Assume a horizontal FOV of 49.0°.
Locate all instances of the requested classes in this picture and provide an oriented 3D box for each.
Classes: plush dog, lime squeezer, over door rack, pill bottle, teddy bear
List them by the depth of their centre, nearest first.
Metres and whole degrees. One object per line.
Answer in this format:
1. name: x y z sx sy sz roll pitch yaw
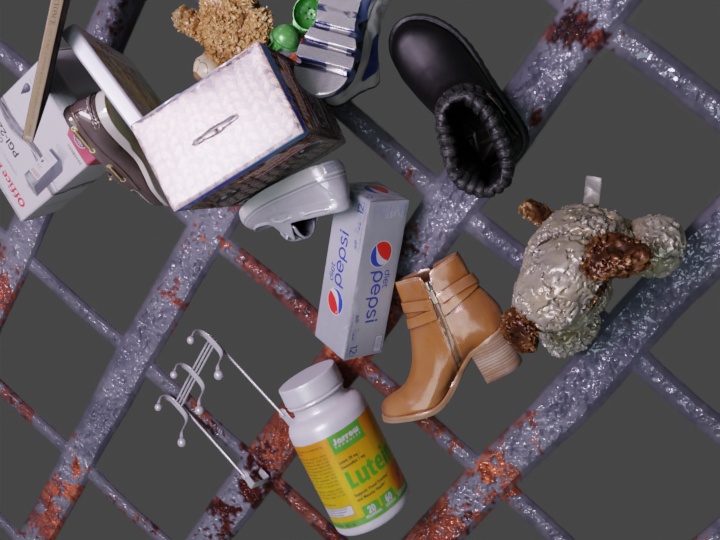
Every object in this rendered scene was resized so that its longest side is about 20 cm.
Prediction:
1. plush dog: 0.214 -0.001 0.808 0.160 0.172 0.200 44 119 4
2. lime squeezer: -0.069 -0.275 0.880 0.038 0.070 0.201 42 78 -17
3. teddy bear: -0.160 -0.296 0.926 0.144 0.067 0.202 35 116 11
4. pill bottle: -0.025 0.224 1.017 0.110 0.111 0.203 -23 97 27
5. over door rack: -0.190 0.200 1.104 0.199 0.067 0.149 37 118 8

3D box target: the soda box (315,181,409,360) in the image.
1. soda box: 0.000 0.000 0.947 0.068 0.062 0.204 33 122 46

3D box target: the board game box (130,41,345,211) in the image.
1. board game box: -0.121 -0.148 0.856 0.157 0.200 0.098 -28 90 13

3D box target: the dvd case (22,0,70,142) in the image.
1. dvd case: -0.343 -0.265 0.886 0.016 0.150 0.203 13 119 -21

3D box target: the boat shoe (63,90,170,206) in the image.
1. boat shoe: -0.292 -0.142 0.978 0.058 0.201 0.073 -14 61 6

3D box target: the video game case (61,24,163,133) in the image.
1. video game case: -0.253 -0.187 0.942 0.023 0.182 0.201 -36 91 4

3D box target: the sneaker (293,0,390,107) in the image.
1. sneaker: -0.009 -0.267 0.868 0.079 0.115 0.203 21 85 11

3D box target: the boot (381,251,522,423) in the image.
1. boot: 0.079 0.083 0.952 0.198 0.074 0.156 -31 95 16

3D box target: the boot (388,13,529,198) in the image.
1. boot: 0.092 -0.177 0.809 0.211 0.158 0.079 46 118 2

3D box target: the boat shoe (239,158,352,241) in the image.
1. boat shoe: -0.076 -0.071 0.937 0.198 0.071 0.070 -20 90 45

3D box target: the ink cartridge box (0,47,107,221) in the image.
1. ink cartridge box: -0.412 -0.181 1.061 0.198 0.085 0.147 -30 94 30
